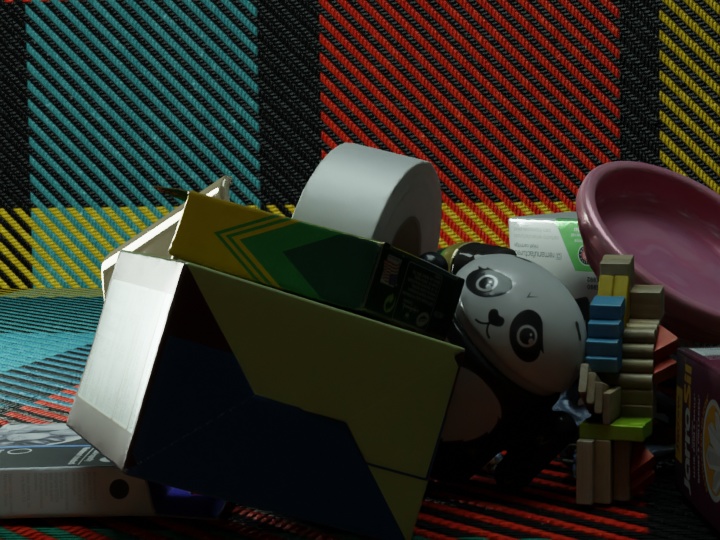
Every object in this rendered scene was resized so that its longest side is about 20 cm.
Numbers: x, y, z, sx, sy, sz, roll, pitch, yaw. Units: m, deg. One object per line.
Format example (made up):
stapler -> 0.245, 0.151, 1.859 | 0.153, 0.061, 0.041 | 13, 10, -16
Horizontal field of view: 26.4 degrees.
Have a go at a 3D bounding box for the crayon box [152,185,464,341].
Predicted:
crayon box -> -0.043, -0.006, 1.090 | 0.200, 0.051, 0.127 | 16, -3, 32

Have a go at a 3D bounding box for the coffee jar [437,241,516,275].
coffee jar -> 0.050, 0.024, 1.406 | 0.200, 0.104, 0.085 | 3, 8, 34

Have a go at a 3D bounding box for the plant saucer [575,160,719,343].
plant saucer -> 0.261, -0.009, 1.263 | 0.200, 0.051, 0.201 | 18, 36, -14

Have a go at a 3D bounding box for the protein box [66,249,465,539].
protein box -> -0.071, 0.081, 1.038 | 0.198, 0.135, 0.200 | 18, -3, -20

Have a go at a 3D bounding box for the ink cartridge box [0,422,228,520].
ink cartridge box -> -0.192, 0.148, 1.154 | 0.200, 0.043, 0.198 | 1, 3, 1

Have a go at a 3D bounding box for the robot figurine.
robot figurine -> 0.077, 0.078, 1.149 | 0.150, 0.200, 0.125 | 36, 25, -22

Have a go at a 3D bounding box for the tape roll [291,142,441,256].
tape roll -> 0.000, 0.000, 1.261 | 0.071, 0.203, 0.202 | 15, 8, 17

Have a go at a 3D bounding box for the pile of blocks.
pile of blocks -> 0.198, 0.077, 1.119 | 0.062, 0.200, 0.082 | 1, -22, 19

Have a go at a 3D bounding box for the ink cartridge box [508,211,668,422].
ink cartridge box -> 0.215, 0.049, 1.408 | 0.084, 0.200, 0.146 | -7, 6, -34

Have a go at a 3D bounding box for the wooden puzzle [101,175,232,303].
wooden puzzle -> -0.152, 0.042, 1.310 | 0.046, 0.200, 0.185 | 16, -32, -39

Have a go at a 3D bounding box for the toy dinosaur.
toy dinosaur -> 0.185, 0.140, 1.233 | 0.181, 0.105, 0.200 | -10, -37, 31

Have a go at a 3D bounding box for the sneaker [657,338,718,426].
sneaker -> 0.292, 0.082, 1.317 | 0.079, 0.096, 0.200 | -5, -25, 32

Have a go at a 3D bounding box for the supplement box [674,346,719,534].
supplement box -> 0.271, 0.114, 1.025 | 0.086, 0.111, 0.200 | -1, 3, 1
